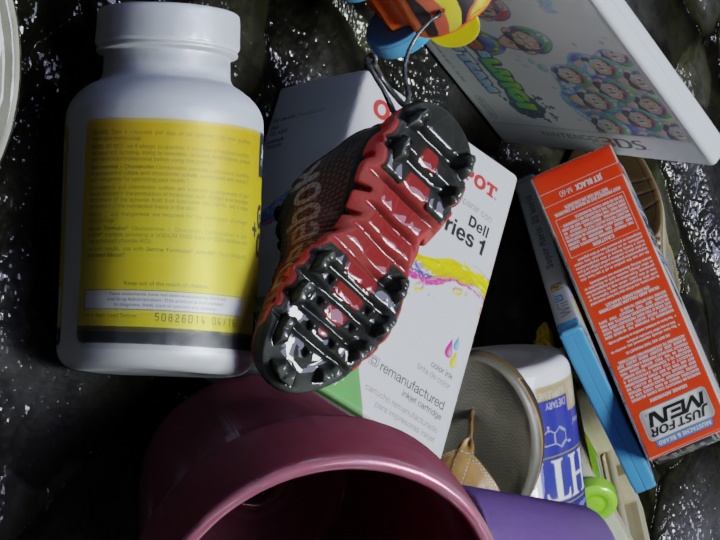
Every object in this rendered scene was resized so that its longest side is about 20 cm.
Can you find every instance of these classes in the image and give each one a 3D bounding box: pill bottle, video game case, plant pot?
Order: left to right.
[{"bbox_3d":[-0.110,-0.043,1.485,0.112,0.112,0.201,7,83,-53],"label":"pill bottle"},{"bbox_3d":[-0.043,0.153,1.483,0.199,0.179,0.201,-7,114,-16],"label":"plant pot"},{"bbox_3d":[0.088,0.157,1.738,0.119,0.119,0.201,-18,103,-52],"label":"pill bottle"},{"bbox_3d":[0.119,-0.140,1.738,0.200,0.181,0.024,48,63,-41],"label":"video game case"},{"bbox_3d":[0.151,0.040,1.818,0.200,0.018,0.144,-101,166,-58],"label":"video game case"}]

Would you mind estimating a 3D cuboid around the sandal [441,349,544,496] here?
[{"bbox_3d":[0.054,0.149,1.652,0.201,0.081,0.055,-67,168,10],"label":"sandal"}]

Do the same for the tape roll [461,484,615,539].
[{"bbox_3d":[0.077,0.229,1.551,0.084,0.200,0.201,11,78,-17],"label":"tape roll"}]

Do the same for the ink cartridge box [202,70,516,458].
[{"bbox_3d":[0.000,0.000,1.635,0.145,0.084,0.201,33,63,-34],"label":"ink cartridge box"}]

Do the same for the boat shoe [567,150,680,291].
[{"bbox_3d":[0.192,0.001,1.906,0.065,0.072,0.201,67,6,-68],"label":"boat shoe"}]

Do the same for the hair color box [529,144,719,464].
[{"bbox_3d":[0.182,0.025,1.777,0.111,0.064,0.201,29,39,-79],"label":"hair color box"}]

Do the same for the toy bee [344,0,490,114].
[{"bbox_3d":[0.044,-0.172,1.625,0.201,0.108,0.131,64,8,32],"label":"toy bee"}]

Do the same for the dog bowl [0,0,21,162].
[{"bbox_3d":[-0.261,-0.108,1.318,0.200,0.073,0.202,2,88,-52],"label":"dog bowl"}]

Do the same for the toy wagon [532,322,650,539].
[{"bbox_3d":[0.152,0.119,1.840,0.200,0.039,0.156,58,15,-33],"label":"toy wagon"}]

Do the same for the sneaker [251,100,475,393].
[{"bbox_3d":[-0.013,-0.007,1.505,0.071,0.098,0.201,46,55,-24],"label":"sneaker"}]
